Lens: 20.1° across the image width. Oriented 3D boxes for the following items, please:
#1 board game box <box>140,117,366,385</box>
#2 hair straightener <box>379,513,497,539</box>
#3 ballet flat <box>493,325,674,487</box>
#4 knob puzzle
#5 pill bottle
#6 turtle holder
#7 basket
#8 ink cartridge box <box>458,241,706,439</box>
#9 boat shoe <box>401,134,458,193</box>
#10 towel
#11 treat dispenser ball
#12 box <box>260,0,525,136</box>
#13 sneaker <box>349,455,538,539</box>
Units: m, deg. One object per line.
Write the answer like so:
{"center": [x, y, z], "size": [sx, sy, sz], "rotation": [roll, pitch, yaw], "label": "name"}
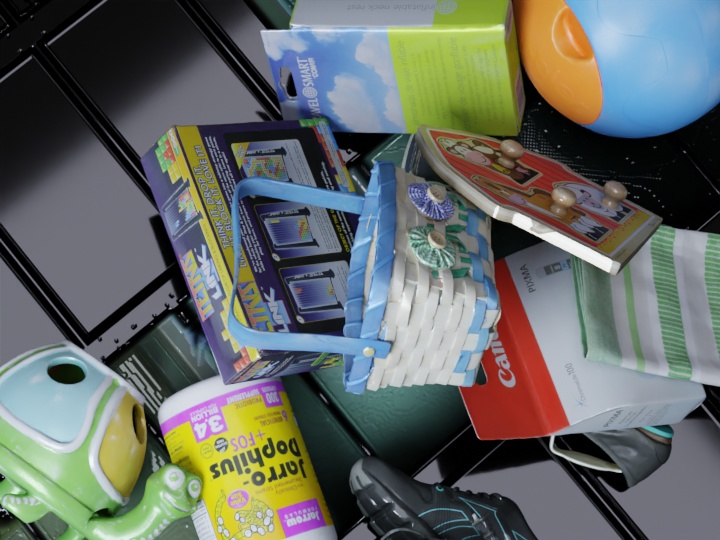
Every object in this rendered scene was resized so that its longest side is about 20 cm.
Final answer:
{"center": [-0.066, -0.018, 1.612], "size": [0.164, 0.057, 0.202], "rotation": [-6, 68, -41], "label": "board game box"}
{"center": [0.083, 0.227, 1.563], "size": [0.198, 0.041, 0.078], "rotation": [0, 74, -14], "label": "hair straightener"}
{"center": [0.158, 0.110, 1.646], "size": [0.199, 0.068, 0.069], "rotation": [33, 104, 1], "label": "ballet flat"}
{"center": [0.134, -0.073, 1.583], "size": [0.218, 0.220, 0.031], "rotation": [24, 110, 1], "label": "knob puzzle"}
{"center": [-0.081, 0.183, 1.593], "size": [0.103, 0.104, 0.202], "rotation": [-20, 80, -8], "label": "pill bottle"}
{"center": [-0.223, 0.135, 1.561], "size": [0.185, 0.141, 0.132], "rotation": [24, 74, 46], "label": "turtle holder"}
{"center": [0.000, 0.000, 1.519], "size": [0.198, 0.140, 0.177], "rotation": [4, 42, -6], "label": "basket"}
{"center": [0.159, 0.049, 1.610], "size": [0.198, 0.047, 0.161], "rotation": [-2, 58, -30], "label": "ink cartridge box"}
{"center": [0.065, -0.037, 1.673], "size": [0.074, 0.062, 0.202], "rotation": [7, 77, -1], "label": "boat shoe"}
{"center": [0.262, 0.023, 1.638], "size": [0.198, 0.023, 0.154], "rotation": [12, 52, -20], "label": "towel"}
{"center": [0.222, -0.209, 1.651], "size": [0.198, 0.201, 0.203], "rotation": [1, 77, -4], "label": "treat dispenser ball"}
{"center": [0.028, -0.166, 1.648], "size": [0.198, 0.123, 0.048], "rotation": [2, 49, 14], "label": "box"}
{"center": [0.079, 0.207, 1.624], "size": [0.200, 0.075, 0.079], "rotation": [39, 68, -4], "label": "sneaker"}
